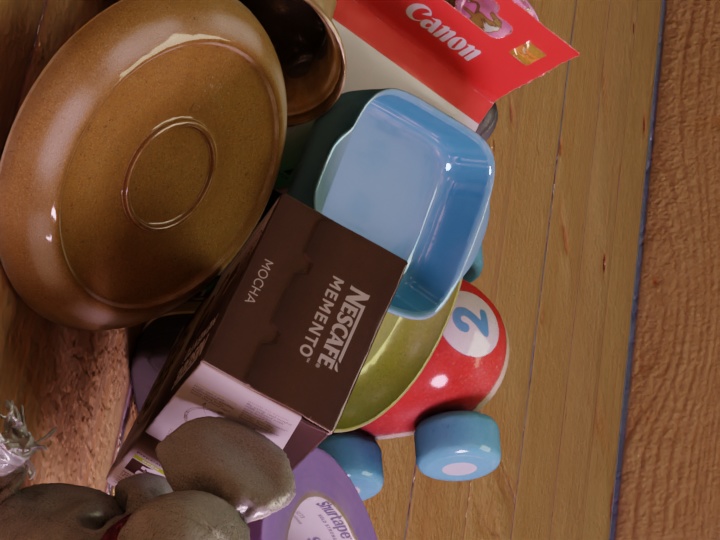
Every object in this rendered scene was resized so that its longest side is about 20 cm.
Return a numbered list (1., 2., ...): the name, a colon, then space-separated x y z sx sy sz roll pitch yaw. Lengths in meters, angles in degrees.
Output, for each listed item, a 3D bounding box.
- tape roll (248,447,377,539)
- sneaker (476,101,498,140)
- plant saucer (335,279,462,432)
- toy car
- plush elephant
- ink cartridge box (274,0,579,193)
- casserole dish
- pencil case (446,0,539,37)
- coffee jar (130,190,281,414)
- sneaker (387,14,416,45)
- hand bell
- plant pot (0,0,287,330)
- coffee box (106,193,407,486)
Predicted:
1. tape roll: -0.054 0.216 1.598 0.200 0.085 0.201 -14 90 -68
2. sneaker: -0.004 -0.136 1.616 0.116 0.199 0.075 104 3 -69
3. plant saucer: 0.000 0.000 1.547 0.200 0.031 0.201 -33 132 -46
4. toy car: -0.003 0.040 1.753 0.200 0.176 0.185 46 36 -59
5. plush elephant: -0.108 0.158 1.271 0.165 0.154 0.200 -47 134 -39
6. ink cartridge box: 0.013 -0.110 1.550 0.161 0.200 0.050 32 44 -42
7. casserole dish: 0.014 -0.041 1.480 0.200 0.039 0.121 23 87 -60
8. pencil case: 0.047 -0.160 1.877 0.086 0.200 0.083 7 78 -34
9. coffee jar: -0.080 0.037 1.581 0.200 0.085 0.105 -69 154 -55
10. sneaker: 0.064 -0.225 1.558 0.074 0.087 0.201 -159 -93 -82
11. hand bell: -0.031 -0.185 1.469 0.200 0.104 0.104 -67 155 -45
12. plant pot: -0.108 -0.055 1.346 0.200 0.027 0.201 -27 131 -36
13. coffee box: -0.059 0.057 1.368 0.113 0.080 0.200 -64 -172 -28
